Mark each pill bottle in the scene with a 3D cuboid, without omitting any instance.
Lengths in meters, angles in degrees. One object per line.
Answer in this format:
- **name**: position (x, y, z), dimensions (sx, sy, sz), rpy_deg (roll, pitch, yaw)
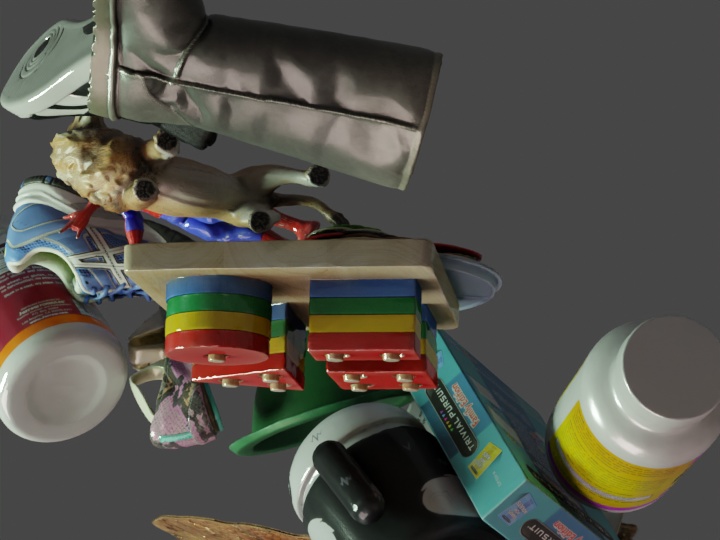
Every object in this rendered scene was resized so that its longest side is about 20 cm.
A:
- **pill bottle**: position (0.195, 0.097, 1.416), dimensions (0.104, 0.104, 0.200), rpy_deg (23, 159, 3)
- **pill bottle**: position (-0.278, 0.042, 1.679), dimensions (0.113, 0.113, 0.200), rpy_deg (46, -177, -44)

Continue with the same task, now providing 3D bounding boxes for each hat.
- **hat**: position (-0.049, 0.040, 1.640), dimensions (0.165, 0.177, 0.200), rpy_deg (-15, 170, -19)

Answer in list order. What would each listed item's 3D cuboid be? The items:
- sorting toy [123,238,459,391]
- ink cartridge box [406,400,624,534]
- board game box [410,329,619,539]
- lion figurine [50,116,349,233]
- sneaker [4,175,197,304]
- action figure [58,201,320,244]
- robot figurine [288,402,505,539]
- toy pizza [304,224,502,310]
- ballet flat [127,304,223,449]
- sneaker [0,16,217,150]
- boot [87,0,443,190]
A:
- **sorting toy**: position (-0.041, 0.037, 1.364), dimensions (0.198, 0.070, 0.200), rpy_deg (-1, 167, 8)
- **ink cartridge box**: position (0.125, 0.186, 1.730), dimensions (0.199, 0.083, 0.147), rpy_deg (21, 159, 7)
- **board game box**: position (0.114, 0.145, 1.540), dimensions (0.151, 0.047, 0.200), rpy_deg (40, -168, -36)
- **lion figurine**: position (-0.115, -0.059, 1.414), dimensions (0.200, 0.073, 0.122), rpy_deg (21, 171, -18)
- **sneaker**: position (-0.191, -0.002, 1.627), dimensions (0.199, 0.077, 0.076), rpy_deg (22, 157, 0)
- **action figure**: position (-0.140, -0.026, 1.493), dimensions (0.200, 0.099, 0.065), rpy_deg (23, 151, 10)
- **robot figurine**: position (0.027, 0.190, 1.514), dimensions (0.200, 0.124, 0.151), rpy_deg (52, 144, 38)
- **toy pizza**: position (0.000, 0.000, 1.430), dimensions (0.199, 0.032, 0.200), rpy_deg (1, 167, 0)
- **ballet flat**: position (-0.152, 0.076, 1.641), dimensions (0.071, 0.200, 0.069), rpy_deg (-13, 122, 0)
- **sneaker**: position (-0.150, -0.113, 1.324), dimensions (0.112, 0.073, 0.200), rpy_deg (36, 154, -25)
- **boot**: position (-0.052, -0.133, 1.174), dimensions (0.199, 0.073, 0.182), rpy_deg (15, 139, 5)
